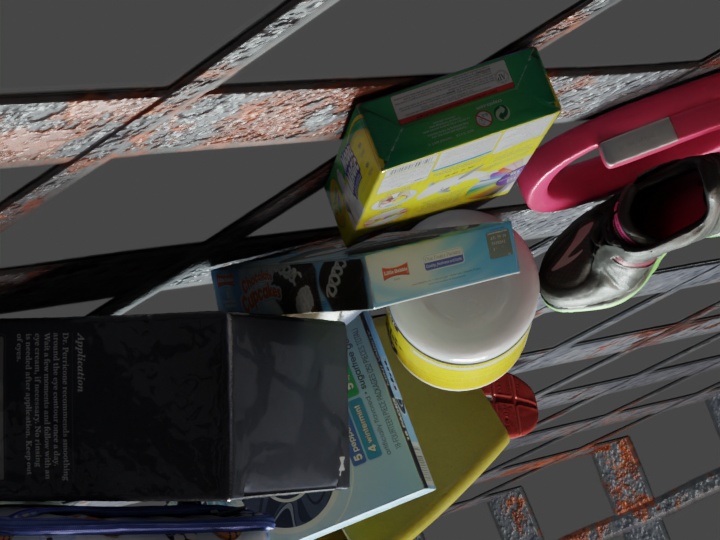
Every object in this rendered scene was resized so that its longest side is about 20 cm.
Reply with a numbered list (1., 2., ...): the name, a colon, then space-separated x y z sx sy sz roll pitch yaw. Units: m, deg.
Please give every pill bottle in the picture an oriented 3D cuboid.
1. pill bottle: 0.074 0.029 1.785 0.111 0.113 0.200 -20 169 -4

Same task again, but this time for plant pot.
1. plant pot: 0.013 0.145 2.059 0.176 0.201 0.200 -29 171 -15

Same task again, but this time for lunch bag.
1. lunch bag: -0.152 0.180 1.492 0.199 0.076 0.160 2 173 -33

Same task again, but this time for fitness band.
1. fitness band: 0.204 -0.091 1.667 0.199 0.038 0.144 -19 171 -6

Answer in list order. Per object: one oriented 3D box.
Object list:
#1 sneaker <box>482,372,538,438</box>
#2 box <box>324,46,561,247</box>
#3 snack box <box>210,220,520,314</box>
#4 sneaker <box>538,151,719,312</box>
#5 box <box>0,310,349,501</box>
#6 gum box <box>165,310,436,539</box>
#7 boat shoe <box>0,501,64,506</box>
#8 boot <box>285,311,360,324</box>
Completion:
1. sneaker: 0.089 0.155 2.569 0.199 0.079 0.115 5 163 -39
2. box: 0.045 -0.068 1.443 0.117 0.049 0.200 -19 167 -12
3. snack box: 0.000 0.000 1.561 0.116 0.037 0.199 -14 -175 -32
4. sneaker: 0.193 -0.034 1.678 0.083 0.077 0.200 8 148 -46
5. box: -0.132 0.088 1.531 0.198 0.118 0.196 -2 177 21
6. gum box: -0.064 0.127 1.849 0.199 0.171 0.045 -24 169 11
7. boat shoe: -0.298 0.155 1.584 0.199 0.062 0.073 17 -175 3
8. boot: -0.054 0.049 1.747 0.096 0.075 0.200 -14 166 -17
